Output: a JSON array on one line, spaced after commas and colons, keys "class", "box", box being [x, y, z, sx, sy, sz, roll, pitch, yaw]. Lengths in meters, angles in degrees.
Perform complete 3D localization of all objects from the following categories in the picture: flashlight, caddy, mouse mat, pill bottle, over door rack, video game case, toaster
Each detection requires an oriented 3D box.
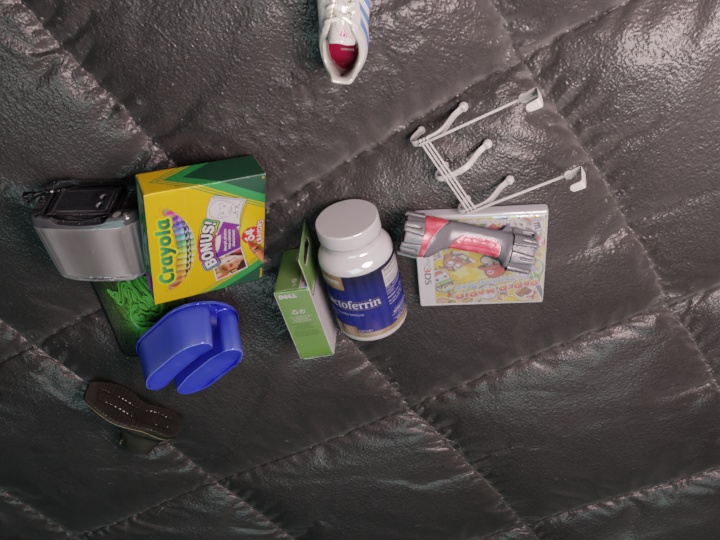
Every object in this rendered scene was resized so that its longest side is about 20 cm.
[{"class": "flashlight", "box": [0.155, -0.036, 1.038, 0.199, 0.068, 0.068, 13, 130, -3]}, {"class": "caddy", "box": [-0.293, 0.125, 1.221, 0.200, 0.105, 0.141, -37, 144, 26]}, {"class": "mouse mat", "box": [-0.373, 0.084, 1.262, 0.160, 0.008, 0.201, -2, 129, 7]}, {"class": "pill bottle", "box": [0.000, 0.000, 1.082, 0.115, 0.116, 0.201, -7, 129, 11]}, {"class": "over door rack", "box": [0.185, -0.158, 0.949, 0.199, 0.067, 0.148, -11, 132, 41]}, {"class": "video game case", "box": [0.186, -0.019, 1.107, 0.198, 0.023, 0.183, -3, 130, 8]}, {"class": "toaster", "box": [-0.398, -0.059, 1.073, 0.198, 0.114, 0.130, -1, 133, 3]}]

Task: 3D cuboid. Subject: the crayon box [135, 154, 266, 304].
[{"class": "crayon box", "box": [-0.229, -0.057, 1.041, 0.172, 0.058, 0.201, -15, 136, -25]}]

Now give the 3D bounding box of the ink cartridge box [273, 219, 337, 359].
[{"class": "ink cartridge box", "box": [-0.090, 0.032, 1.125, 0.059, 0.104, 0.201, -8, 129, 11]}]

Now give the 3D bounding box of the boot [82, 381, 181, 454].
[{"class": "boot", "box": [-0.477, 0.308, 1.422, 0.199, 0.078, 0.138, 34, 130, -20]}]

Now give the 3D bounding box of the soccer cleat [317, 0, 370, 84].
[{"class": "soccer cleat", "box": [-0.018, -0.315, 0.834, 0.069, 0.087, 0.201, 1, 130, 5]}]
